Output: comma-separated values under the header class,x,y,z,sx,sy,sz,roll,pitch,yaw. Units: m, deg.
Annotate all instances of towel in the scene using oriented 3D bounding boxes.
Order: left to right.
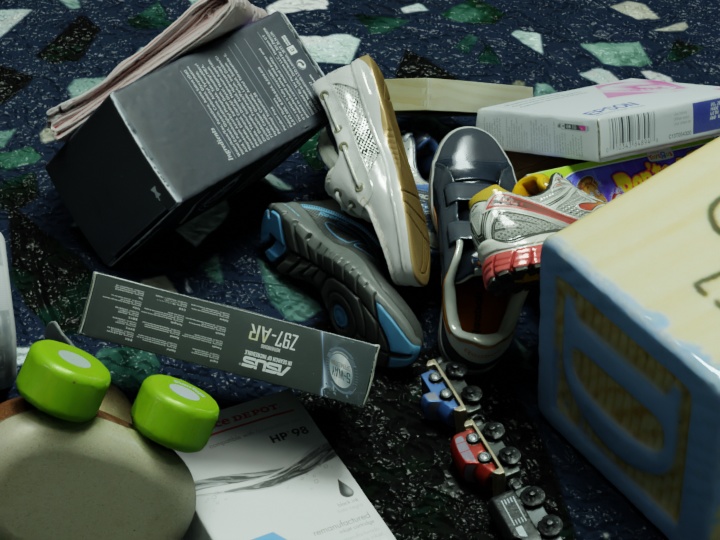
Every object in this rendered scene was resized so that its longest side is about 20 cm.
class,x,y,z,sx,sy,sz,roll,pitch,yaw
towel,-0.167,-0.173,1.381,0.190,0.032,0.200,-34,1,7

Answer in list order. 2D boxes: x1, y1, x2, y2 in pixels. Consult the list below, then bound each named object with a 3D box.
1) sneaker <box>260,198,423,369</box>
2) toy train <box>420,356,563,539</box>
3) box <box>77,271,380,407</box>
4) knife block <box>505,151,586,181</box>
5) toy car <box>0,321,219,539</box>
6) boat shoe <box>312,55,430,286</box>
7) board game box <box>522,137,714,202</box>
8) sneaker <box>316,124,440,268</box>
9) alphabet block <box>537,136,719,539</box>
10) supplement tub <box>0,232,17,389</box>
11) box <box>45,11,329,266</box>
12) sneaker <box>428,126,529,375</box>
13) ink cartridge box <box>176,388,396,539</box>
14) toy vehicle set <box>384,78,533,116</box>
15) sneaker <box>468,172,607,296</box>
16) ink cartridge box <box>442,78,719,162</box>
class,x,y,z,sx,sy,sz,roll,pitch,yaw
sneaker,0.000,0.000,1.314,0.081,0.074,0.200,-15,46,-32
toy train,0.090,0.138,1.193,0.045,0.034,0.201,-20,45,-11
box,-0.092,0.048,1.131,0.197,0.044,0.160,15,-4,-5
knife block,0.178,-0.044,1.398,0.173,0.065,0.201,10,39,5
toy car,-0.206,0.113,1.080,0.156,0.166,0.200,20,11,-30
boat shoe,0.006,-0.072,1.300,0.069,0.071,0.202,-18,67,10
board game box,0.233,-0.028,1.344,0.198,0.045,0.136,-13,74,-27
sneaker,0.035,-0.086,1.391,0.077,0.086,0.200,23,19,-44
alphabet block,0.262,0.050,1.169,0.199,0.198,0.195,-28,51,-22
supplement tub,-0.356,0.037,1.180,0.197,0.124,0.123,-6,41,-15
box,-0.139,-0.110,1.347,0.199,0.148,0.105,-33,90,-39
sneaker,0.097,-0.024,1.269,0.077,0.079,0.203,0,77,-9
ink cartridge box,-0.074,0.157,1.116,0.115,0.067,0.200,-15,44,-25
toy vehicle set,0.057,-0.153,1.442,0.123,0.027,0.199,3,5,32
sneaker,0.162,-0.041,1.229,0.199,0.078,0.083,-9,72,-44
ink cartridge box,0.205,-0.137,1.411,0.195,0.044,0.199,-15,18,-37
